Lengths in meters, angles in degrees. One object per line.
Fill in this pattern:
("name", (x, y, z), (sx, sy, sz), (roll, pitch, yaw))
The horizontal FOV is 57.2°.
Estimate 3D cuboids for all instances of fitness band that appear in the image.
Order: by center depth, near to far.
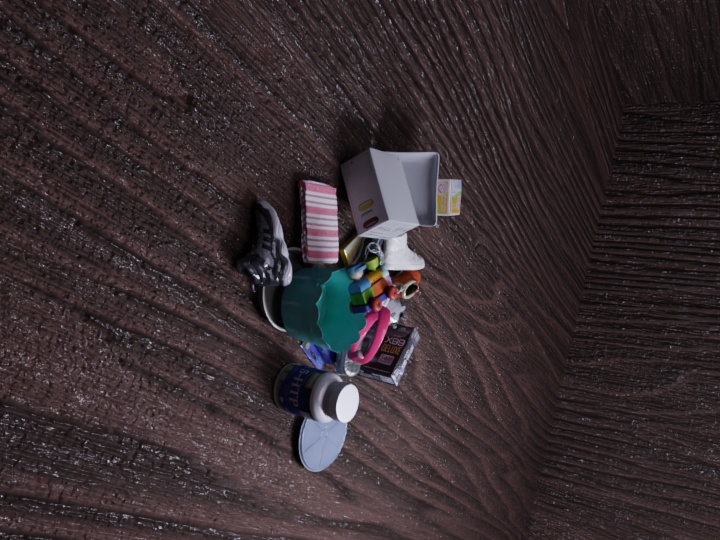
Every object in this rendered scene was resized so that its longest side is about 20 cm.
("fitness band", (0.019, 0.158, 1.635), (0.037, 0.200, 0.146), (26, 73, -10))

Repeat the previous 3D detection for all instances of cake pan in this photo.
("cake pan", (-0.179, 0.045, 1.606), (0.198, 0.036, 0.206), (-11, 104, -53))

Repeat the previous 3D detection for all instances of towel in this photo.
("towel", (-0.105, -0.119, 1.666), (0.145, 0.029, 0.206), (1, 87, -59))

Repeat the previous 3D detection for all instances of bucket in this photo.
("bucket", (-0.086, 0.087, 1.594), (0.205, 0.132, 0.213), (-13, 106, -53))

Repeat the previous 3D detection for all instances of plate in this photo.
("plate", (0.127, -0.231, 1.860), (0.032, 0.195, 0.206), (-15, 108, -67))

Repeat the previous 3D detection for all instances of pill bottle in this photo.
("pill bottle", (-0.106, 0.302, 1.609), (0.118, 0.196, 0.123), (-11, 104, -52))

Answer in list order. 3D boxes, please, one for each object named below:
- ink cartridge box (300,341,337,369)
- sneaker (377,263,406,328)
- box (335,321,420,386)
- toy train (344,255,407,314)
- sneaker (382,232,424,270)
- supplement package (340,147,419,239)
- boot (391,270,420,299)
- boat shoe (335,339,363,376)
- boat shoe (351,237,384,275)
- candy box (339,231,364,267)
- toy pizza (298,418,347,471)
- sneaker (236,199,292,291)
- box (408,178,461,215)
("ink cartridge box", (-0.076, 0.159, 1.766), (0.202, 0.041, 0.120), (-57, 136, -29))
("sneaker", (0.079, 0.082, 1.823), (0.139, 0.077, 0.202), (41, 34, -22))
("box", (0.045, 0.217, 1.803), (0.159, 0.196, 0.050), (-59, 139, -28))
("toy train", (0.040, 0.017, 1.588), (0.199, 0.083, 0.118), (-32, 107, -48))
("sneaker", (0.136, -0.064, 1.992), (0.198, 0.072, 0.119), (-2, 100, -52))
("supplement package", (0.052, -0.201, 1.766), (0.154, 0.109, 0.205), (2, 69, -54))
("boot", (0.145, 0.044, 1.996), (0.198, 0.105, 0.077), (-25, 113, -51))
("boat shoe", (-0.027, 0.178, 1.761), (0.073, 0.064, 0.208), (14, 77, -36))
("boat shoe", (0.027, -0.040, 1.813), (0.202, 0.061, 0.076), (-59, 134, -35))
("candy box", (0.000, 0.000, 1.854), (0.102, 0.026, 0.204), (-44, 129, -40))
("toy pizza", (-0.105, 0.434, 1.772), (0.198, 0.031, 0.206), (-14, 107, -52))
("sneaker", (-0.230, -0.054, 1.486), (0.112, 0.075, 0.205), (-16, 86, -25))
("box", (0.185, -0.216, 1.916), (0.112, 0.195, 0.104), (-13, 106, -63))
